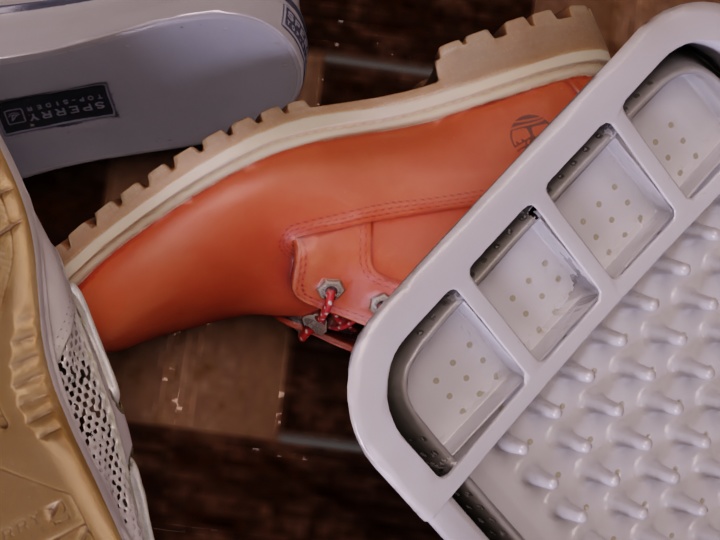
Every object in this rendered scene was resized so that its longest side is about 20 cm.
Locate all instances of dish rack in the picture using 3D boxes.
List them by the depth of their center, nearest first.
[{"bbox_3d":[0.095,0.039,0.804,0.172,0.044,0.200,-47,112,-14],"label":"dish rack"}]

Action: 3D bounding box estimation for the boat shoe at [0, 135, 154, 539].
[{"bbox_3d":[-0.108,0.031,0.777,0.071,0.069,0.200,-20,85,9],"label":"boat shoe"}]

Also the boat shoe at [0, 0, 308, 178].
[{"bbox_3d":[-0.116,-0.069,0.844,0.200,0.074,0.065,-4,46,0],"label":"boat shoe"}]

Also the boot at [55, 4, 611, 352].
[{"bbox_3d":[0.000,0.000,0.828,0.200,0.075,0.107,-20,83,-10],"label":"boot"}]
